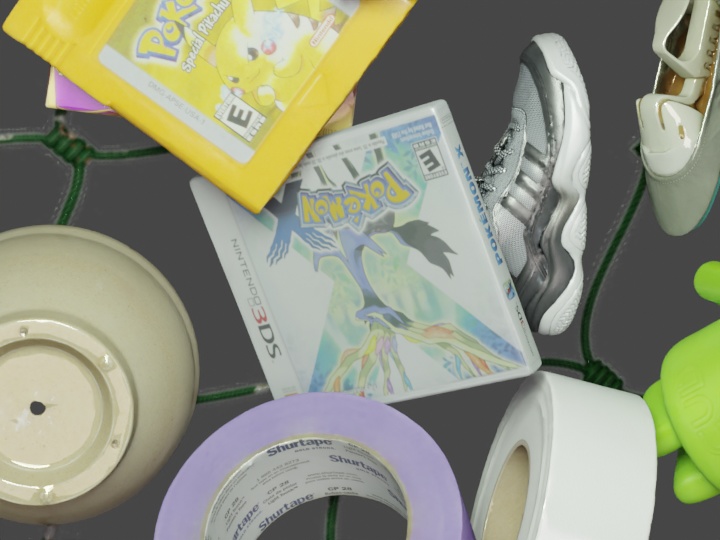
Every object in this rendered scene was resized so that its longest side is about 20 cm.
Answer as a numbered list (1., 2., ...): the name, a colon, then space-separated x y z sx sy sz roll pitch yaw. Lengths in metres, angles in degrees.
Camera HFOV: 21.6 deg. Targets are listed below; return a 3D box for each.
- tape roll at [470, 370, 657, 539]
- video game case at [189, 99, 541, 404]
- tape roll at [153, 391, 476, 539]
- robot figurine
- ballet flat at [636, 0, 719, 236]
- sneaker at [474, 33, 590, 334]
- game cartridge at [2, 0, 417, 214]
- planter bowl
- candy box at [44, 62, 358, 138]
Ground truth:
1. tape roll: 0.125 0.170 1.229 0.071 0.202 0.203 15 97 -7
2. video game case: 0.000 0.000 1.228 0.200 0.022 0.182 -14 102 33
3. tape roll: -0.026 0.185 1.218 0.200 0.200 0.085 -23 144 -1
4. robot figurine: 0.274 0.072 1.205 0.200 0.116 0.175 -33 104 30
5. ballet flat: 0.213 -0.124 1.258 0.064 0.067 0.200 11 94 -37
6. sneaker: 0.088 -0.055 1.247 0.114 0.075 0.200 -1 101 -8
7. game cartridge: -0.093 -0.161 1.171 0.200 0.032 0.176 35 105 -7
8. planter bowl: -0.203 0.078 1.219 0.200 0.135 0.200 -1 99 -5
9. candy box: -0.100 -0.153 1.234 0.200 0.056 0.117 7 98 -8
